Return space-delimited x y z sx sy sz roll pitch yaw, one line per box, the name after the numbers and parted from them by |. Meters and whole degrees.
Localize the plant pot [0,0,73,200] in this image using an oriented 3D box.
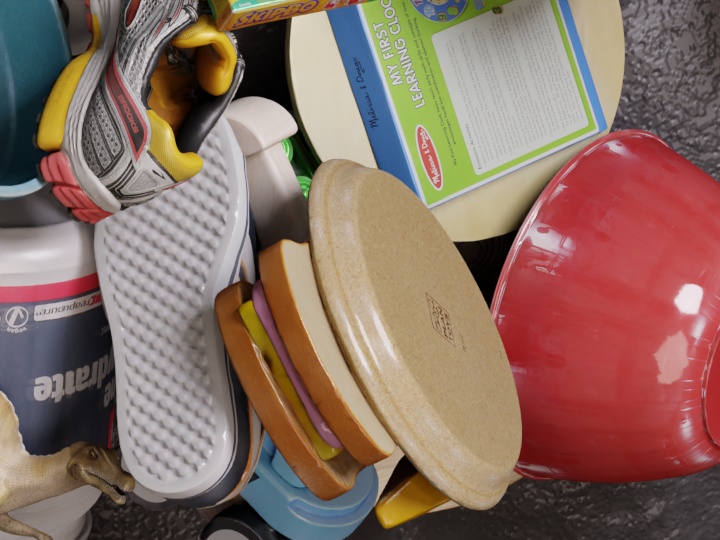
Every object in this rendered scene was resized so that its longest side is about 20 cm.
-0.268 -0.092 1.349 0.188 0.200 0.200 -24 121 25 | plant pot

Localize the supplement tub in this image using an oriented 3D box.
-0.194 0.051 1.470 0.140 0.140 0.201 -1 113 -17 | supplement tub

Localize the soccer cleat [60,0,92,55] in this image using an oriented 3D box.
-0.161 -0.195 1.416 0.085 0.069 0.200 -25 118 3 | soccer cleat

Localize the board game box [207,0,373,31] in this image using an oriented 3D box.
-0.056 -0.214 1.356 0.095 0.200 0.030 -14 162 -28 | board game box

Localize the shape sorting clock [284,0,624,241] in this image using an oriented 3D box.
0.051 -0.116 1.507 0.199 0.039 0.201 -1 92 -30 | shape sorting clock

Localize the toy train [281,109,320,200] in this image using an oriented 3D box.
0.000 0.000 1.506 0.056 0.042 0.200 -34 98 -31 | toy train

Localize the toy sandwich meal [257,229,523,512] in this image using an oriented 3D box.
0.027 0.040 1.573 0.205 0.070 0.206 -7 115 -15 | toy sandwich meal

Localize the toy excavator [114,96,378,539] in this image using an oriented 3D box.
-0.047 0.037 1.473 0.194 0.100 0.200 45 123 9 | toy excavator

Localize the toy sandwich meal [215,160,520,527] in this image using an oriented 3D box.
0.008 0.040 1.400 0.070 0.205 0.205 -26 120 19 | toy sandwich meal

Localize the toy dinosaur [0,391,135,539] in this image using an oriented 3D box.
-0.211 0.098 1.395 0.199 0.058 0.101 15 96 -4 | toy dinosaur

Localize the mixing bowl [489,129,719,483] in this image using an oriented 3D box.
0.166 0.035 1.542 0.200 0.108 0.201 -30 130 -44 | mixing bowl

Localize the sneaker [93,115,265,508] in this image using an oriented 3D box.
-0.085 0.019 1.405 0.078 0.079 0.201 -4 74 14 | sneaker

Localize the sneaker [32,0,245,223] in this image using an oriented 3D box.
-0.085 -0.111 1.365 0.082 0.200 0.078 -11 142 33 | sneaker
